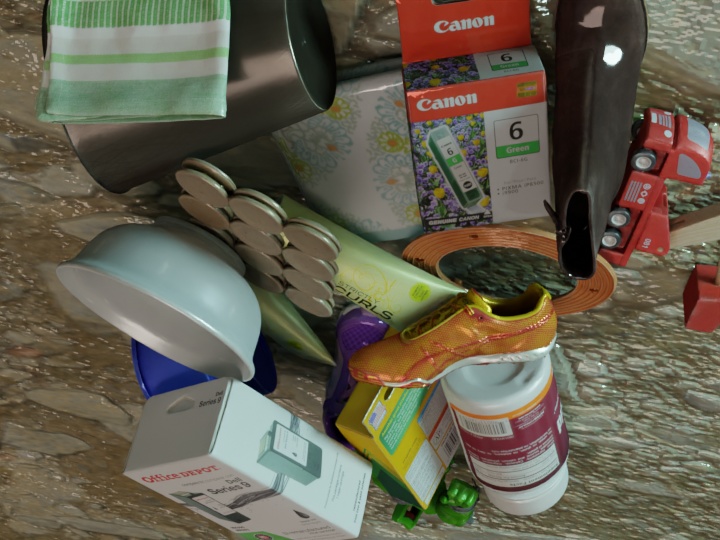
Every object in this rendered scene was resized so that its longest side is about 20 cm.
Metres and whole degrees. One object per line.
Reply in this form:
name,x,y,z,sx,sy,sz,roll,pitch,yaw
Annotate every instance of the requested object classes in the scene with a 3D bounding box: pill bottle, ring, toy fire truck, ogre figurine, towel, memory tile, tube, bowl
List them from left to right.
towel,-0.170,-0.210,0.779,0.152,0.201,0.023,-1,171,13
bowl,-0.166,0.014,0.944,0.200,0.091,0.201,25,159,10
tube,-0.105,0.030,1.067,0.052,0.058,0.200,-33,117,18
memory tile,-0.087,-0.024,0.906,0.153,0.017,0.200,26,160,5
tube,0.000,0.000,0.961,0.199,0.052,0.058,31,161,-15
towel,0.029,-0.106,0.919,0.199,0.048,0.172,-8,129,22
ogre figurine,0.058,0.241,1.211,0.199,0.099,0.120,2,145,23
ring,0.137,-0.002,0.965,0.199,0.019,0.201,10,158,4
pill bottle,0.159,0.162,1.097,0.114,0.115,0.201,-3,133,19
toy fire truck,0.282,-0.040,0.906,0.140,0.049,0.201,14,135,2

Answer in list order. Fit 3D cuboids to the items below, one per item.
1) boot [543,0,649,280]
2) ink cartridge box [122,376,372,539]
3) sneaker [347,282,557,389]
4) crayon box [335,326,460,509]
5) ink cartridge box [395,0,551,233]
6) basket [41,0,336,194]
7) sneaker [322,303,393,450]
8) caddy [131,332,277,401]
boot,0.177,-0.114,0.777,0.072,0.167,0.201,3,135,13
ink cartridge box,-0.110,0.196,1.026,0.146,0.084,0.200,-20,135,41
sneaker,0.082,0.056,0.957,0.199,0.073,0.078,-15,113,-8
crayon box,0.046,0.145,1.075,0.051,0.126,0.200,15,152,33
ink cartridge box,0.090,-0.129,0.814,0.108,0.050,0.201,-8,128,3
basket,-0.131,-0.168,0.842,0.199,0.136,0.181,-9,107,17
sneaker,-0.001,0.122,1.122,0.080,0.089,0.201,15,134,3
caddy,-0.174,0.106,1.119,0.104,0.142,0.201,-10,129,21
